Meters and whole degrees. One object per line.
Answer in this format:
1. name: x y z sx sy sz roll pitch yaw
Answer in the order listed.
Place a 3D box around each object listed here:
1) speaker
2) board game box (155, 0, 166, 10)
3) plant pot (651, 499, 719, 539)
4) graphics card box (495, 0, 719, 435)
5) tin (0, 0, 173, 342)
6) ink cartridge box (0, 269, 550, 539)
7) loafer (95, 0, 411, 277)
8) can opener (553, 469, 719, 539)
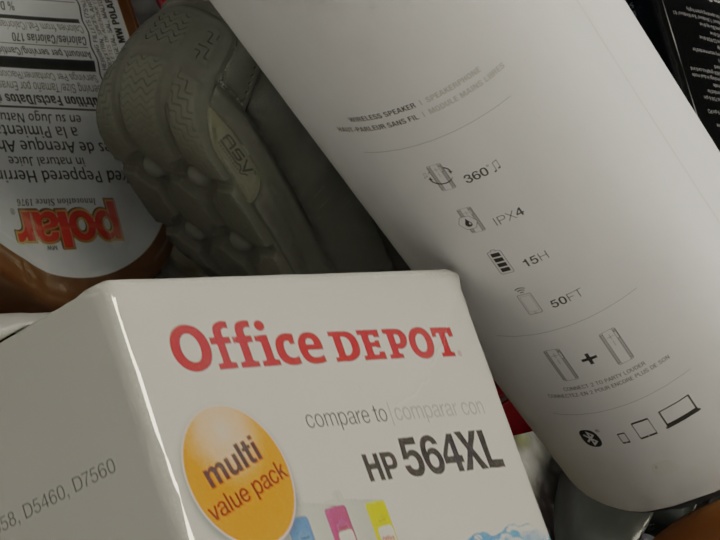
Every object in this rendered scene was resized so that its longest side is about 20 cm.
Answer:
1. speaker: 0.038 -0.030 0.658 0.200 0.081 0.081 52 32 -37
2. board game box: -0.026 -0.088 0.728 0.039 0.158 0.200 -44 126 -24
3. plant pot: 0.171 0.144 0.706 0.200 0.200 0.140 24 59 -43
4. graphics card box: 0.057 -0.064 0.843 0.051 0.125 0.200 6 61 -43
5. tin: -0.109 -0.075 0.712 0.112 0.042 0.200 -4 70 -50
6. ink cartridge box: -0.035 0.091 0.607 0.128 0.125 0.200 -2 68 -53
7. loafer: 0.000 0.000 0.727 0.070 0.070 0.200 -51 138 -24
8. can opener: 0.076 0.118 0.818 0.066 0.053 0.200 20 38 2
